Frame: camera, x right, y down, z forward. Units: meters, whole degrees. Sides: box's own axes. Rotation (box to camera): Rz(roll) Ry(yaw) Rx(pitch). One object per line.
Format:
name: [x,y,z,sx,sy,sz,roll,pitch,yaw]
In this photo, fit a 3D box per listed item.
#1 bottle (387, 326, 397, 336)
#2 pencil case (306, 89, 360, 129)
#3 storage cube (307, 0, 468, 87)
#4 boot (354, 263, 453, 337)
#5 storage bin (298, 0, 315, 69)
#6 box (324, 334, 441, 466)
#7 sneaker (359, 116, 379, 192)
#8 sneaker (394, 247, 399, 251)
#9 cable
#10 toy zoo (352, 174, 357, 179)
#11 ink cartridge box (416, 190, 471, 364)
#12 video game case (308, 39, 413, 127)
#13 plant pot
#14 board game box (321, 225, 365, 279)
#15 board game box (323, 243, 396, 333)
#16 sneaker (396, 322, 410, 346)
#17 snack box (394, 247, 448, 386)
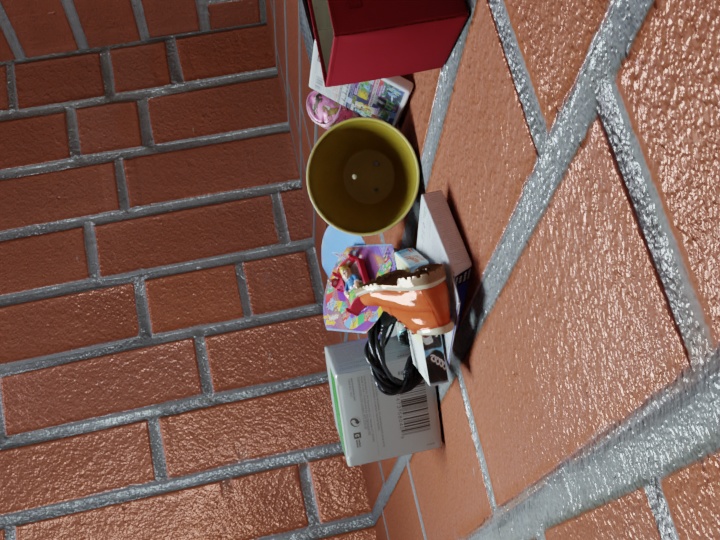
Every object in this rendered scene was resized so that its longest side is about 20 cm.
bottle: [0.053,0.078,1.881,0.200,0.064,0.085,-103,36,-71]
pencil case: [-0.044,-0.327,1.864,0.086,0.083,0.200,38,-170,14]
storage cube: [0.027,-0.368,1.196,0.200,0.176,0.174,118,141,-79]
boot: [0.065,0.054,1.371,0.199,0.074,0.109,-4,109,56]
storage bin: [-0.038,-0.456,1.696,0.094,0.133,0.203,93,164,-60]
box: [0.043,0.249,1.795,0.171,0.196,0.203,-120,20,-73]
sneaker: [0.033,-0.216,1.735,0.100,0.076,0.204,-112,14,-69]
sneaker: [0.032,0.035,1.801,0.148,0.080,0.200,-62,6,-9]
cable: [0.072,0.126,1.562,0.163,0.050,0.203,45,-126,-45]
toy zoo: [0.022,-0.150,1.791,0.133,0.020,0.200,69,-163,-1]
ink cartridge box: [0.134,0.013,1.405,0.201,0.040,0.203,91,166,-58]
video game case: [-0.004,-0.324,1.569,0.023,0.180,0.200,-62,1,-12]
plant pot: [0.010,-0.167,1.611,0.142,0.196,0.204,-42,-58,-82]
board game box: [0.000,0.000,1.683,0.202,0.039,0.158,61,145,14]
board game box: [-0.018,0.024,1.559,0.199,0.039,0.161,0,71,55]
sneaker: [0.088,0.059,1.683,0.202,0.076,0.087,91,170,-53]
snack box: [0.099,0.074,1.468,0.116,0.036,0.204,-129,27,-74]
